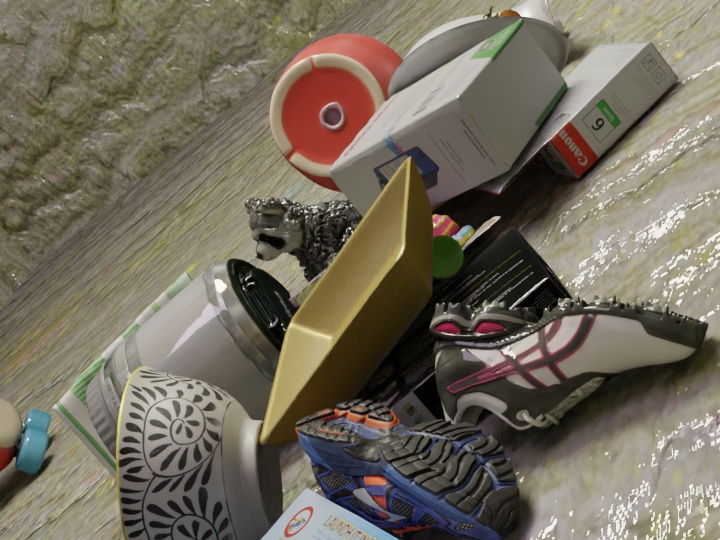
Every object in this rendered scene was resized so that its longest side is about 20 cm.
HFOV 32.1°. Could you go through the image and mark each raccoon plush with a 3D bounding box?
[{"bbox_3d":[-0.047,-0.076,1.466,0.096,0.134,0.201,-22,26,53],"label":"raccoon plush"}]

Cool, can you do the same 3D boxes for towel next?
[{"bbox_3d":[-0.203,0.127,1.301,0.200,0.153,0.023,-43,2,3],"label":"towel"}]

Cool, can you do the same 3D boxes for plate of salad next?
[{"bbox_3d":[0.123,-0.215,1.331,0.199,0.199,0.049,-31,61,34],"label":"plate of salad"}]

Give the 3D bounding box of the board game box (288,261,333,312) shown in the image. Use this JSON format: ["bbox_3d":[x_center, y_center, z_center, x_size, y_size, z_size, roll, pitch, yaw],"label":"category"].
[{"bbox_3d":[0.000,0.000,1.225,0.120,0.032,0.200,-44,-7,6],"label":"board game box"}]

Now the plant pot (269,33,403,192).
[{"bbox_3d":[-0.025,-0.189,1.523,0.200,0.201,0.177,-39,1,10],"label":"plant pot"}]

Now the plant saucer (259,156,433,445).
[{"bbox_3d":[0.001,0.030,1.001,0.201,0.048,0.201,-55,11,23],"label":"plant saucer"}]

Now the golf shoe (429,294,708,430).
[{"bbox_3d":[0.135,0.062,0.820,0.198,0.077,0.089,-6,78,41],"label":"golf shoe"}]

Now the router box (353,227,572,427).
[{"bbox_3d":[0.072,0.064,0.974,0.199,0.051,0.149,-41,14,8],"label":"router box"}]

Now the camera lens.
[{"bbox_3d":[-0.143,0.100,1.199,0.199,0.160,0.160,-39,16,10],"label":"camera lens"}]

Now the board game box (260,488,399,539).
[{"bbox_3d":[-0.050,0.246,0.792,0.196,0.056,0.200,-47,16,-14],"label":"board game box"}]

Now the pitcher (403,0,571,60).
[{"bbox_3d":[0.154,-0.252,1.510,0.198,0.122,0.171,-27,-1,15],"label":"pitcher"}]

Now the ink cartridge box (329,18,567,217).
[{"bbox_3d":[0.082,-0.137,1.213,0.199,0.088,0.146,-22,23,47],"label":"ink cartridge box"}]

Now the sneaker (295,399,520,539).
[{"bbox_3d":[0.036,0.144,0.837,0.075,0.079,0.199,-23,20,-30],"label":"sneaker"}]

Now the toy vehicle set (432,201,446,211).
[{"bbox_3d":[0.128,-0.124,1.333,0.199,0.027,0.124,-34,9,27],"label":"toy vehicle set"}]

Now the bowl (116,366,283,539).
[{"bbox_3d":[-0.115,0.170,0.988,0.093,0.203,0.201,-8,23,7],"label":"bowl"}]

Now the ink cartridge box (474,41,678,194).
[{"bbox_3d":[0.195,-0.130,1.181,0.200,0.050,0.109,-45,16,-4],"label":"ink cartridge box"}]

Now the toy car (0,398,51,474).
[{"bbox_3d":[-0.564,0.290,1.804,0.177,0.182,0.202,-139,67,-73],"label":"toy car"}]

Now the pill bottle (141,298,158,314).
[{"bbox_3d":[-0.207,0.108,1.419,0.116,0.117,0.200,-40,16,7],"label":"pill bottle"}]

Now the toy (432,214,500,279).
[{"bbox_3d":[0.062,-0.016,1.129,0.115,0.047,0.200,-43,2,-1],"label":"toy"}]
